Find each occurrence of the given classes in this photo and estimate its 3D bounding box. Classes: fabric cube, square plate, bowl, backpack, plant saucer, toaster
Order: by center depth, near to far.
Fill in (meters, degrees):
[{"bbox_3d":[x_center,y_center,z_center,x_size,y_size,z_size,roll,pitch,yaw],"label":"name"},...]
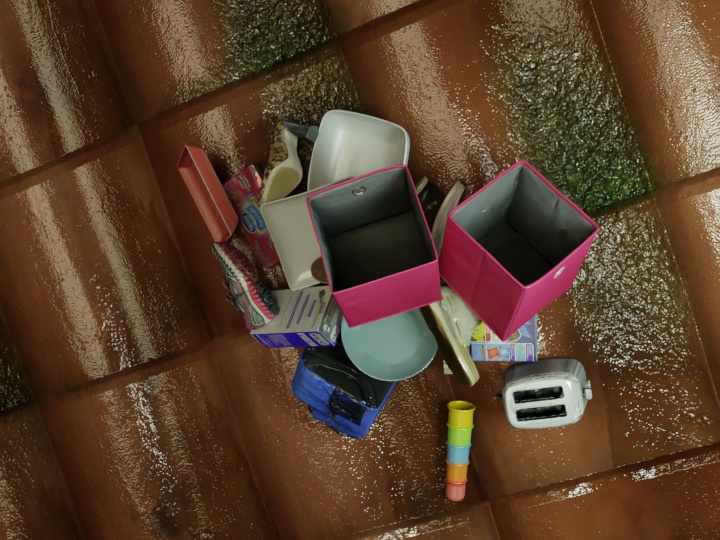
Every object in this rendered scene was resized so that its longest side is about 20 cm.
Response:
[{"bbox_3d":[0.279,-0.033,1.537,0.195,0.200,0.200,-35,66,-21],"label":"fabric cube"},{"bbox_3d":[0.030,-0.040,1.539,0.193,0.200,0.203,-18,68,3],"label":"fabric cube"},{"bbox_3d":[0.353,0.243,1.654,0.196,0.129,0.116,-8,95,16],"label":"toaster"},{"bbox_3d":[0.060,0.120,1.664,0.197,0.039,0.205,-1,73,2],"label":"plant saucer"},{"bbox_3d":[-0.078,-0.074,1.680,0.195,0.029,0.203,-17,117,4],"label":"square plate"},{"bbox_3d":[0.003,-0.211,1.707,0.197,0.074,0.204,17,100,17],"label":"bowl"},{"bbox_3d":[-0.044,0.239,1.741,0.198,0.163,0.169,29,123,7],"label":"backpack"},{"bbox_3d":[-0.315,-0.157,1.759,0.036,0.199,0.202,-28,93,-18],"label":"plant saucer"}]

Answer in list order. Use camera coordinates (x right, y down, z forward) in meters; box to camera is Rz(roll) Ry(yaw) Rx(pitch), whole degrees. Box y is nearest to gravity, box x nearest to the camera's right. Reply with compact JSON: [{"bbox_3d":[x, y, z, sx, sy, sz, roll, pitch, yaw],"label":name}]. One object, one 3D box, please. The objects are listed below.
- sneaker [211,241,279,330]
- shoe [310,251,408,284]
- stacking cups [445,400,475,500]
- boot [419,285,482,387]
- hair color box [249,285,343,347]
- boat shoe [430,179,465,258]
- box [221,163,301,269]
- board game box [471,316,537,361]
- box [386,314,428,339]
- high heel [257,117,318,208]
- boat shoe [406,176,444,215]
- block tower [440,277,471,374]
[{"bbox_3d":[-0.251,0.028,1.728,0.074,0.080,0.202,-37,79,17],"label":"sneaker"},{"bbox_3d":[0.000,0.000,1.666,0.196,0.053,0.071,-4,70,6],"label":"shoe"},{"bbox_3d":[0.207,0.376,1.751,0.059,0.060,0.204,3,102,14],"label":"stacking cups"},{"bbox_3d":[0.217,0.107,1.624,0.153,0.072,0.202,-22,76,-20],"label":"boot"},{"bbox_3d":[-0.124,0.096,1.730,0.198,0.111,0.065,-7,141,41],"label":"hair color box"},{"bbox_3d":[0.177,-0.081,1.691,0.068,0.071,0.203,24,111,9],"label":"boat shoe"},{"bbox_3d":[-0.195,-0.115,1.764,0.095,0.100,0.202,-31,89,16],"label":"box"},{"bbox_3d":[0.288,0.081,1.697,0.133,0.034,0.204,0,97,14],"label":"board game box"},{"bbox_3d":[0.068,0.111,1.736,0.198,0.082,0.069,28,103,11],"label":"box"},{"bbox_3d":[-0.176,-0.219,1.723,0.142,0.071,0.202,21,76,49],"label":"high heel"},{"bbox_3d":[0.086,-0.098,1.706,0.063,0.074,0.201,41,112,-9],"label":"boat shoe"},{"bbox_3d":[0.195,0.114,1.716,0.053,0.058,0.204,-2,98,15],"label":"block tower"}]
